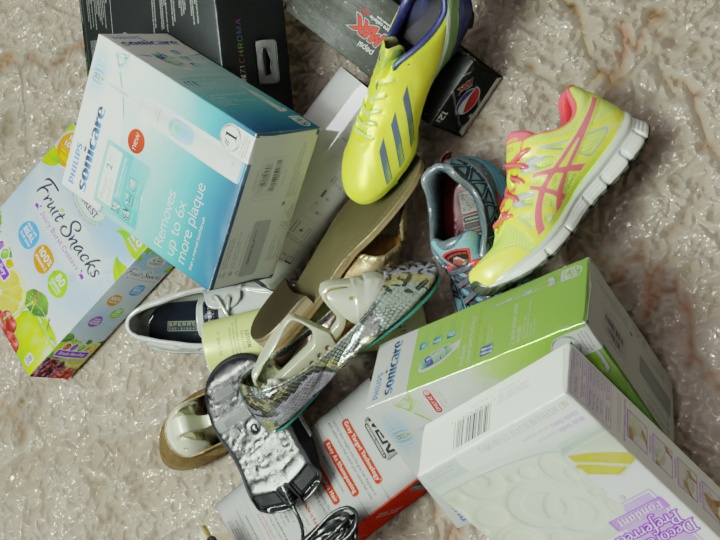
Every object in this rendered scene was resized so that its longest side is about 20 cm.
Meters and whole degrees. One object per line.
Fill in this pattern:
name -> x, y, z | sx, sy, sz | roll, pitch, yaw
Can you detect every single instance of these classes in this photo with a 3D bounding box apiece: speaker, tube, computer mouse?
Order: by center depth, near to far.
computer mouse -> -0.092, 0.182, 1.232 | 0.140, 0.046, 0.200 | -38, 70, 12
tube -> -0.041, 0.049, 1.263 | 0.199, 0.058, 0.052 | -12, 34, 4
speaker -> -0.044, -0.082, 1.270 | 0.081, 0.081, 0.200 | 41, 99, 27

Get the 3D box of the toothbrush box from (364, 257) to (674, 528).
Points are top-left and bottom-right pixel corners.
toothbrush box -> 0.127, 0.100, 1.120 | 0.199, 0.086, 0.146 | -23, 118, 27

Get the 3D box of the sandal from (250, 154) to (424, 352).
sandal -> -0.002, -0.002, 1.230 | 0.212, 0.070, 0.078 | -48, 27, 3

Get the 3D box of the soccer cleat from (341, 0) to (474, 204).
soccer cleat -> 0.027, -0.153, 1.171 | 0.065, 0.084, 0.201 | 29, 97, 29

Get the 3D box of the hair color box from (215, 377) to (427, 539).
hair color box -> -0.025, 0.193, 1.255 | 0.200, 0.061, 0.102 | -40, 66, 22

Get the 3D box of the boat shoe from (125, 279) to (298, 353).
boat shoe -> -0.130, 0.048, 1.327 | 0.199, 0.065, 0.074 | -12, 79, 27

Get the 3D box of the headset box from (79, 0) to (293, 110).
headset box -> -0.157, -0.187, 1.314 | 0.199, 0.093, 0.175 | 0, 100, 40

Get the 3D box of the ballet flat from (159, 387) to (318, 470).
ballet flat -> -0.128, 0.134, 1.314 | 0.199, 0.072, 0.068 | -24, 77, 26

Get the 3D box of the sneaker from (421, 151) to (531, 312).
sneaker -> 0.091, -0.002, 1.187 | 0.079, 0.095, 0.201 | -23, 74, 27

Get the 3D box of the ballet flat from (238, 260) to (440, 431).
ballet flat -> -0.024, 0.049, 1.169 | 0.200, 0.072, 0.072 | -42, 66, 5

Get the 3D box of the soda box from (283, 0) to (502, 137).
soda box -> 0.027, -0.204, 1.264 | 0.200, 0.063, 0.071 | 42, 106, 27

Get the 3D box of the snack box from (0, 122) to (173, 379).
snack box -> -0.293, -0.018, 1.430 | 0.200, 0.068, 0.169 | -45, 65, 17

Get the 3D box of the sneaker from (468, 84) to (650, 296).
sneaker -> 0.141, -0.066, 1.135 | 0.090, 0.078, 0.200 | 41, 73, -2

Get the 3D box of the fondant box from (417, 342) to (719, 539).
fondant box -> 0.162, 0.163, 1.070 | 0.144, 0.200, 0.058 | -34, 27, 30

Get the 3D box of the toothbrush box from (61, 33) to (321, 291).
toothbrush box -> -0.149, -0.097, 1.210 | 0.200, 0.085, 0.147 | 35, 117, 30
